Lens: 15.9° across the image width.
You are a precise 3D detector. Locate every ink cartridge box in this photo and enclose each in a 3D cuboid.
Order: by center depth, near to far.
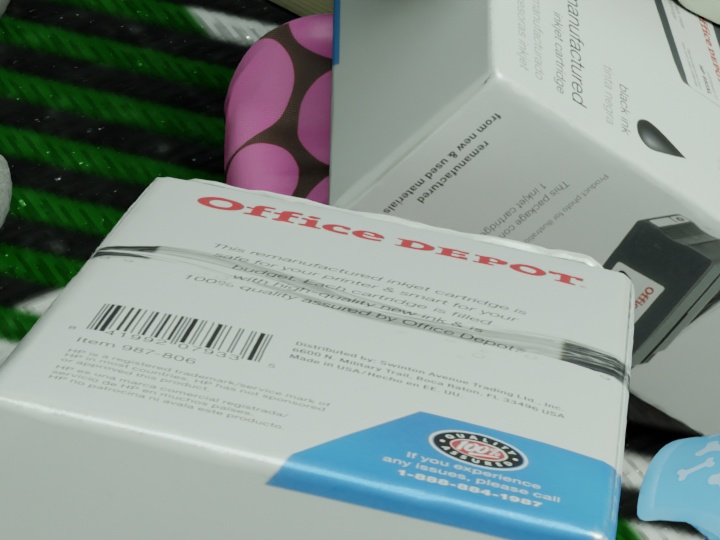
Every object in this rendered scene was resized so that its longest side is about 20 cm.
[{"bbox_3d":[-0.009,0.051,0.661,0.143,0.085,0.200,12,18,4],"label":"ink cartridge box"},{"bbox_3d":[0.090,-0.045,0.866,0.199,0.084,0.145,30,40,-28],"label":"ink cartridge box"}]

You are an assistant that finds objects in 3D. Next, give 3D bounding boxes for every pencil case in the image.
[{"bbox_3d":[0.000,0.000,0.871,0.093,0.091,0.201,2,49,-4],"label":"pencil case"}]

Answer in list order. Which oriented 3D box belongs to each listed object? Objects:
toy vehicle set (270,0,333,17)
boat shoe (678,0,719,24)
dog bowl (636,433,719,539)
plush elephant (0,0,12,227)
[{"bbox_3d":[0.050,-0.155,1.069,0.124,0.027,0.200,27,48,16],"label":"toy vehicle set"},{"bbox_3d":[0.087,-0.132,0.814,0.200,0.061,0.072,13,49,-41],"label":"boat shoe"},{"bbox_3d":[0.115,0.113,0.634,0.112,0.049,0.201,48,33,-21],"label":"dog bowl"},{"bbox_3d":[-0.211,-0.119,0.899,0.198,0.156,0.165,7,44,-3],"label":"plush elephant"}]
